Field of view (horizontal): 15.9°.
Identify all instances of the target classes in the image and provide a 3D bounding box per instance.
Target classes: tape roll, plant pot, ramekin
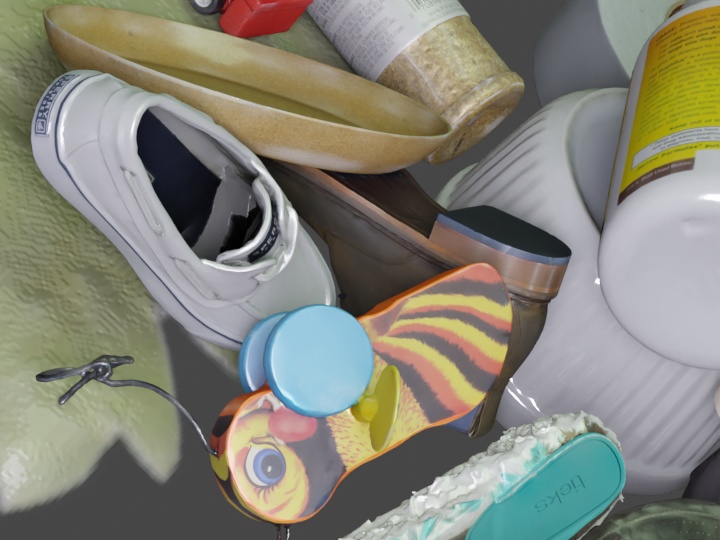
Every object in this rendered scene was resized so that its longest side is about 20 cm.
[{"bbox_3d":[0.197,-0.095,1.477,0.199,0.066,0.201,24,42,-23],"label":"tape roll"},{"bbox_3d":[-0.055,-0.083,1.204,0.199,0.028,0.200,16,11,-3],"label":"plant pot"},{"bbox_3d":[0.136,0.001,1.299,0.199,0.105,0.201,24,41,-22],"label":"ramekin"}]

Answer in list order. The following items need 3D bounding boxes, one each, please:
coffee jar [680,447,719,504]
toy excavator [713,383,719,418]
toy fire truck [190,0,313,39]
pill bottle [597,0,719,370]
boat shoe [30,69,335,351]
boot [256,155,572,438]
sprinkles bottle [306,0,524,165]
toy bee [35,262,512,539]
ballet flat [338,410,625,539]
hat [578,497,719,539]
[{"bbox_3d":[0.231,0.172,1.234,0.200,0.085,0.104,40,43,-4],"label":"coffee jar"},{"bbox_3d":[0.279,0.080,1.245,0.199,0.100,0.194,34,31,9],"label":"toy excavator"},{"bbox_3d":[-0.043,-0.195,1.295,0.049,0.141,0.201,-13,62,-49],"label":"toy fire truck"},{"bbox_3d":[0.175,-0.054,1.211,0.109,0.109,0.201,32,39,-13],"label":"pill bottle"},{"bbox_3d":[-0.062,-0.016,1.119,0.200,0.065,0.074,37,71,-47],"label":"boat shoe"},{"bbox_3d":[0.000,0.000,1.213,0.199,0.098,0.074,26,18,33],"label":"boot"},{"bbox_3d":[0.001,-0.151,1.356,0.200,0.068,0.068,52,39,12],"label":"sprinkles bottle"},{"bbox_3d":[-0.024,0.070,1.111,0.131,0.198,0.110,-19,95,-85],"label":"toy bee"},{"bbox_3d":[0.029,0.124,1.108,0.199,0.072,0.072,-30,74,-25],"label":"ballet flat"},{"bbox_3d":[0.142,0.205,1.129,0.199,0.081,0.202,10,52,-13],"label":"hat"}]
